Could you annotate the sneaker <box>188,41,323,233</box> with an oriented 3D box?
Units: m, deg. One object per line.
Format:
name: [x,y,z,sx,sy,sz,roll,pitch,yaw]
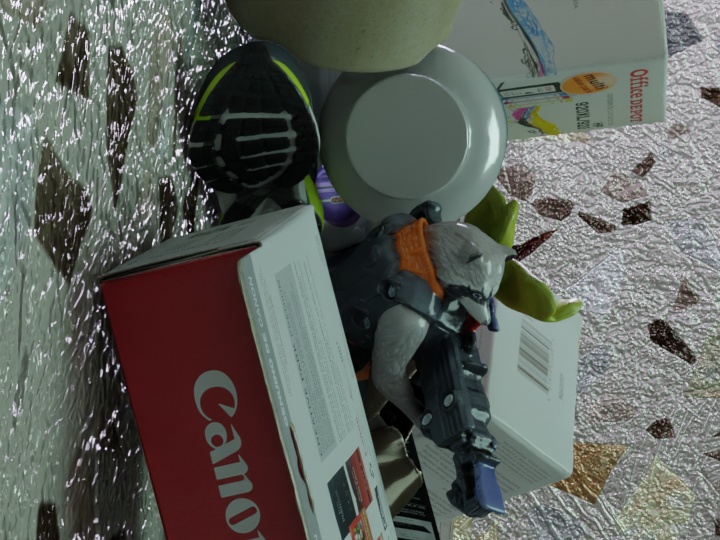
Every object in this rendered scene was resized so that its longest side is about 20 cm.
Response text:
sneaker: [-0.058,-0.082,1.166,0.200,0.073,0.081,94,-7,-69]

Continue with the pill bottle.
pill bottle: [0.033,-0.081,1.248,0.200,0.110,0.112,-40,134,-83]

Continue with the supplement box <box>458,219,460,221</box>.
supplement box: [0.018,-0.031,1.576,0.061,0.108,0.201,11,85,-42]

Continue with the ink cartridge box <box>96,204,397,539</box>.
ink cartridge box: [-0.051,0.083,0.975,0.176,0.083,0.201,-41,117,-78]

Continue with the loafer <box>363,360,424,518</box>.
loafer: [-0.002,0.115,1.189,0.073,0.071,0.201,73,26,-48]

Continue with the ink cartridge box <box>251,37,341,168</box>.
ink cartridge box: [-0.035,-0.167,1.348,0.200,0.050,0.162,-75,164,-71]

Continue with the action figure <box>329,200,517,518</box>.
action figure: [0.003,0.049,1.092,0.104,0.193,0.201,32,28,-41]

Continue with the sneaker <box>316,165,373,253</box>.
sneaker: [-0.016,-0.086,1.466,0.200,0.080,0.084,-79,160,-62]

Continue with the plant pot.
plant pot: [0.001,-0.219,1.134,0.201,0.199,0.184,-77,-179,-52]

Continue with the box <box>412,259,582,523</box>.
box: [0.060,0.101,1.620,0.106,0.199,0.153,37,46,-33]

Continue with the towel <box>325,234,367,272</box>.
towel: [0.000,0.000,1.396,0.024,0.146,0.200,54,22,-10]

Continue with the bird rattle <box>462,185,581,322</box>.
bird rattle: [0.036,0.030,1.412,0.113,0.200,0.163,59,19,13]

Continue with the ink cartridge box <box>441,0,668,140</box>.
ink cartridge box: [0.105,-0.176,1.424,0.147,0.199,0.146,61,23,-75]

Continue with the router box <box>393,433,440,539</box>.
router box: [-0.012,0.202,1.364,0.150,0.051,0.201,-105,-149,-54]
